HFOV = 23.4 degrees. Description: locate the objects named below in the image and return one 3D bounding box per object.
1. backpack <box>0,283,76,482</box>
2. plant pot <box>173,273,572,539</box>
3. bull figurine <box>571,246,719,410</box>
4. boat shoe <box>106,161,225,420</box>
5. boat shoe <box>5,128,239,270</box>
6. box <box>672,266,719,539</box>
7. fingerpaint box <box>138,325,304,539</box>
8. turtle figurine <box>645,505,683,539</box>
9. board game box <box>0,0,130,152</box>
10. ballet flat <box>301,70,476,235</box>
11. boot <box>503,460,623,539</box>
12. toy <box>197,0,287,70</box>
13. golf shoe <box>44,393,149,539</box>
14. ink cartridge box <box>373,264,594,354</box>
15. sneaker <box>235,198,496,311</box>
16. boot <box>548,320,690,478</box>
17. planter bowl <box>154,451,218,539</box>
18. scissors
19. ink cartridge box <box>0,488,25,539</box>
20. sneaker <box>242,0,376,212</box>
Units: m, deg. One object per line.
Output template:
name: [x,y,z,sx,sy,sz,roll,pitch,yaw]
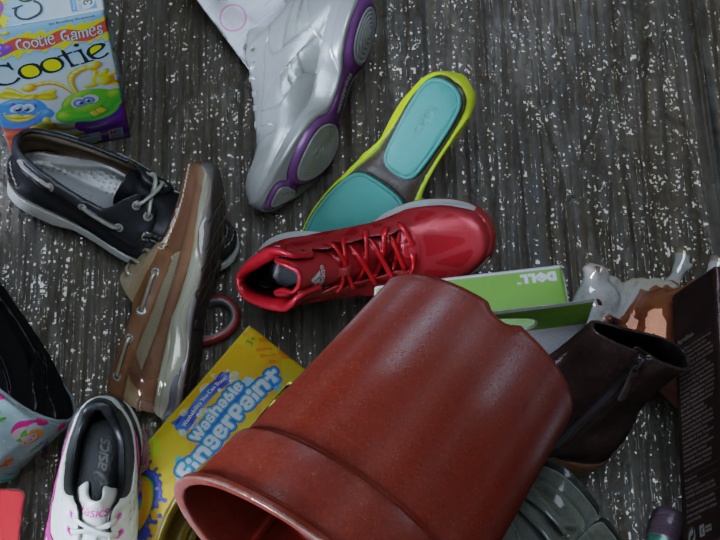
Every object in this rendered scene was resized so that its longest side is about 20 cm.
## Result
backpack: [-0.310,0.067,1.276,0.151,0.178,0.200,-46,73,3]
plant pot: [0.021,0.121,1.087,0.200,0.201,0.195,34,66,12]
bull figurine: [0.250,0.053,1.339,0.200,0.065,0.121,46,72,-5]
boat shoe: [-0.150,0.011,1.329,0.071,0.076,0.201,10,81,7]
boat shoe: [-0.189,-0.058,1.386,0.199,0.060,0.074,24,52,8]
box: [0.288,0.106,1.257,0.100,0.075,0.201,7,67,-16]
fingerpaint box: [-0.082,0.172,1.291,0.167,0.073,0.200,37,71,13]
turtle figurine: [0.209,0.271,1.248,0.149,0.101,0.200,34,63,6]
board game box: [-0.247,-0.186,1.368,0.102,0.200,0.105,-11,68,-6]
ballet flat: [0.027,-0.075,1.392,0.067,0.067,0.200,40,106,7]
boot: [0.144,0.238,1.167,0.130,0.068,0.201,-29,89,-22]
toy: [-0.099,-0.270,1.481,0.115,0.047,0.200,-37,91,0]
golf shoe: [-0.187,0.185,1.199,0.072,0.092,0.201,-1,72,0]
ink cartridge box: [0.086,0.036,1.283,0.147,0.200,0.076,-6,67,-4]
sneaker: [0.000,0.000,1.316,0.199,0.116,0.079,-14,98,17]
boot: [0.117,0.085,1.254,0.199,0.167,0.073,16,41,-27]
planter bowl: [-0.051,0.214,1.189,0.199,0.083,0.202,3,77,-15]
scissors: [-0.171,0.082,1.362,0.073,0.014,0.200,35,72,10]
ink cartridge box: [-0.345,0.215,1.270,0.199,0.067,0.117,3,68,0]
sneaker: [-0.059,-0.143,1.425,0.099,0.075,0.201,17,77,21]
